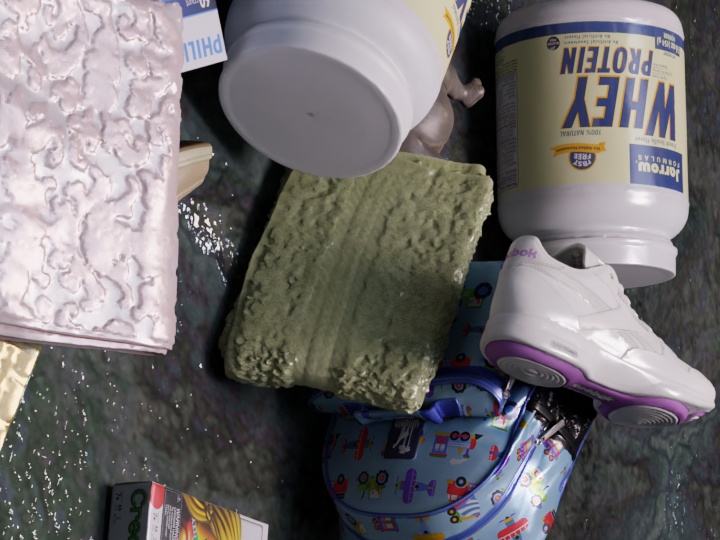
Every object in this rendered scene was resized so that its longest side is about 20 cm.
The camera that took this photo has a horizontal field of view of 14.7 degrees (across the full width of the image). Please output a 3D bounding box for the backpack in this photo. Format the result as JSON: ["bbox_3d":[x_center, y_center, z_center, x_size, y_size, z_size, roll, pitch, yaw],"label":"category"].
[{"bbox_3d":[0.052,0.109,1.844,0.135,0.182,0.201,55,48,-42],"label":"backpack"}]

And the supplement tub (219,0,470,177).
[{"bbox_3d":[-0.004,-0.175,1.820,0.145,0.144,0.201,54,43,-38],"label":"supplement tub"}]

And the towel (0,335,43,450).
[{"bbox_3d":[-0.236,0.029,1.495,0.146,0.022,0.201,32,65,-31],"label":"towel"}]

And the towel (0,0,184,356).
[{"bbox_3d":[-0.177,-0.061,1.520,0.190,0.032,0.201,8,81,-38],"label":"towel"}]

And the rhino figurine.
[{"bbox_3d":[0.041,-0.135,1.977,0.087,0.060,0.201,15,68,-45],"label":"rhino figurine"}]

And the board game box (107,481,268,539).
[{"bbox_3d":[-0.110,0.239,1.692,0.126,0.034,0.201,27,62,-53],"label":"board game box"}]

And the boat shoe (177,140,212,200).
[{"bbox_3d":[-0.158,-0.027,1.636,0.200,0.072,0.065,-30,114,-49],"label":"boat shoe"}]

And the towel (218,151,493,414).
[{"bbox_3d":[0.000,0.000,1.819,0.037,0.148,0.201,84,20,-54],"label":"towel"}]

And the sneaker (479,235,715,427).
[{"bbox_3d":[0.162,0.040,1.788,0.200,0.075,0.100,26,63,-39],"label":"sneaker"}]

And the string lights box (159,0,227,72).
[{"bbox_3d":[-0.149,-0.214,1.691,0.103,0.059,0.201,-25,106,-58],"label":"string lights box"}]

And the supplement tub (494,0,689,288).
[{"bbox_3d":[0.174,-0.093,2.100,0.145,0.144,0.201,14,73,-56],"label":"supplement tub"}]
